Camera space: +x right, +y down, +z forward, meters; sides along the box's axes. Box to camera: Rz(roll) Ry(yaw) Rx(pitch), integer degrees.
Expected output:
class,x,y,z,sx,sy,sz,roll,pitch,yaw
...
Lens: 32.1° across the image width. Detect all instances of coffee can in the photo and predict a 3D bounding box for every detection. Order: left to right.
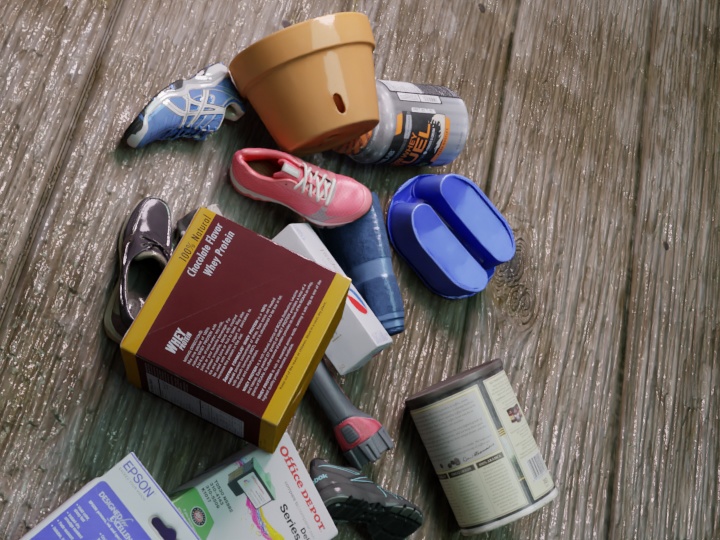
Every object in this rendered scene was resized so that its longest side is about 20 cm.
class,x,y,z,sx,sy,sz,roll,pitch,yaw
coffee can,0.165,0.241,1.715,0.146,0.146,0.201,-20,85,-42

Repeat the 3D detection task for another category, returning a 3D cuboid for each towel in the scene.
class,x,y,z,sx,sy,sz,roll,pitch,yaw
towel,0.000,0.000,1.703,0.048,0.111,0.201,0,72,-40

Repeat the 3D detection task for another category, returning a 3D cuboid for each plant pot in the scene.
class,x,y,z,sx,sy,sz,roll,pitch,yaw
plant pot,-0.059,-0.240,1.676,0.199,0.200,0.141,-17,85,-42

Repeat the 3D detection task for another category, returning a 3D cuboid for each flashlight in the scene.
class,x,y,z,sx,sy,sz,roll,pitch,yaw
flashlight,-0.035,0.163,1.644,0.068,0.068,0.201,-32,89,-30

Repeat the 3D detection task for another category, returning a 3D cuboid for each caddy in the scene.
class,x,y,z,sx,sy,sz,roll,pitch,yaw
caddy,0.130,-0.051,1.842,0.141,0.105,0.200,-45,103,-17

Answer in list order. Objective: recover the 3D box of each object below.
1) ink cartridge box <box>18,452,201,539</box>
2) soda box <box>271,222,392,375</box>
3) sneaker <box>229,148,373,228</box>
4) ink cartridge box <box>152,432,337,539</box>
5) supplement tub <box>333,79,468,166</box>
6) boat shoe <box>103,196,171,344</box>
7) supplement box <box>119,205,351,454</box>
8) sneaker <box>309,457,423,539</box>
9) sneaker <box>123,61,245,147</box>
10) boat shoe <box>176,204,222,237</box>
class,x,y,z,sx,sy,sz,roll,pitch,yaw
ink cartridge box,-0.267,0.333,1.346,0.200,0.043,0.199,-38,97,-18
soda box,-0.048,0.035,1.640,0.200,0.068,0.064,54,18,10
sneaker,-0.081,-0.112,1.649,0.199,0.087,0.074,16,76,3
ink cartridge box,-0.143,0.301,1.478,0.200,0.084,0.145,-27,90,-43
supplement tub,0.051,-0.215,1.830,0.199,0.122,0.123,-2,73,-39
boat shoe,-0.260,-0.007,1.524,0.072,0.065,0.201,27,56,-26
supplement box,-0.145,0.071,1.464,0.199,0.133,0.198,25,68,4
sneaker,0.009,0.293,1.613,0.200,0.075,0.079,32,20,-43
sneaker,-0.224,-0.205,1.630,0.077,0.076,0.200,53,49,-2
boat shoe,-0.179,0.016,1.598,0.067,0.057,0.201,-4,76,-78
